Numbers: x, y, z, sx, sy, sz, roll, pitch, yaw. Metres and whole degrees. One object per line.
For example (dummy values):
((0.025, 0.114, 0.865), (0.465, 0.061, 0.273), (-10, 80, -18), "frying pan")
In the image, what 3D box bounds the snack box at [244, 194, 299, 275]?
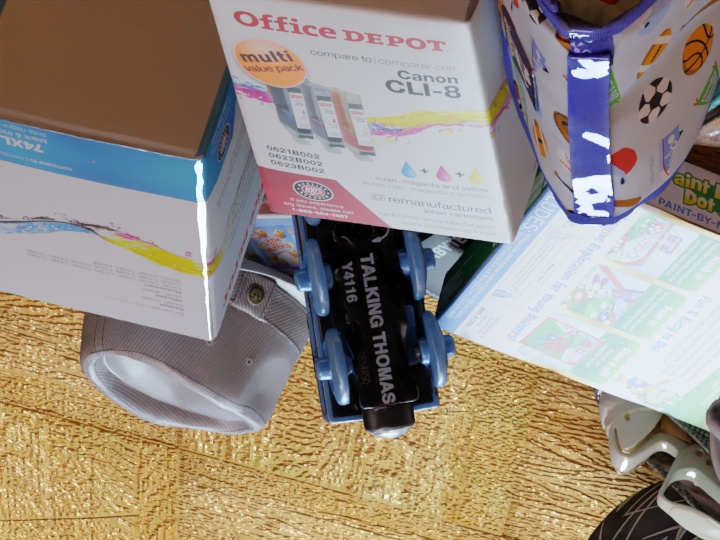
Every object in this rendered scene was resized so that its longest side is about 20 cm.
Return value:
((-0.110, -0.024, 1.940), (0.200, 0.024, 0.072), (0, 147, 27), "snack box")

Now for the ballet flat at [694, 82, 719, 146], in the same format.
((0.226, -0.100, 1.577), (0.067, 0.068, 0.200), (21, 172, -9), "ballet flat")

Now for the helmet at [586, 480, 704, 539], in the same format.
((0.232, 0.231, 2.016), (0.200, 0.200, 0.191), (14, 135, 6), "helmet")

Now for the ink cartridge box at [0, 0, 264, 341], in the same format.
((-0.136, -0.082, 1.738), (0.146, 0.147, 0.200), (12, 149, 7), "ink cartridge box")

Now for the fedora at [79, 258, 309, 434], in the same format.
((-0.109, 0.051, 1.960), (0.177, 0.090, 0.200), (-6, 154, 40), "fedora")

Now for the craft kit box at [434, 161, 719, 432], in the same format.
((0.170, 0.008, 1.741), (0.197, 0.049, 0.200), (24, 147, -10), "craft kit box")

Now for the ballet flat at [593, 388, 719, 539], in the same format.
((0.199, 0.115, 1.879), (0.200, 0.072, 0.072), (43, 158, 22), "ballet flat")

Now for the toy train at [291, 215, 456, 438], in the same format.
((0.000, 0.000, 1.776), (0.087, 0.200, 0.114), (-10, 180, -7), "toy train")

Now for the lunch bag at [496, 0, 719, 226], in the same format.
((0.127, -0.145, 1.446), (0.124, 0.200, 0.170), (10, 150, 12), "lunch bag")

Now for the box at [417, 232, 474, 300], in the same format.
((0.131, -0.016, 1.807), (0.159, 0.046, 0.200), (29, 147, -21), "box")

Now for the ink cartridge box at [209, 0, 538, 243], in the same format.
((0.019, -0.134, 1.573), (0.145, 0.145, 0.200), (8, 148, 16), "ink cartridge box")

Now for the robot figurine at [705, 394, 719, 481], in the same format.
((0.277, 0.105, 1.720), (0.170, 0.113, 0.200), (-48, 143, 13), "robot figurine")
